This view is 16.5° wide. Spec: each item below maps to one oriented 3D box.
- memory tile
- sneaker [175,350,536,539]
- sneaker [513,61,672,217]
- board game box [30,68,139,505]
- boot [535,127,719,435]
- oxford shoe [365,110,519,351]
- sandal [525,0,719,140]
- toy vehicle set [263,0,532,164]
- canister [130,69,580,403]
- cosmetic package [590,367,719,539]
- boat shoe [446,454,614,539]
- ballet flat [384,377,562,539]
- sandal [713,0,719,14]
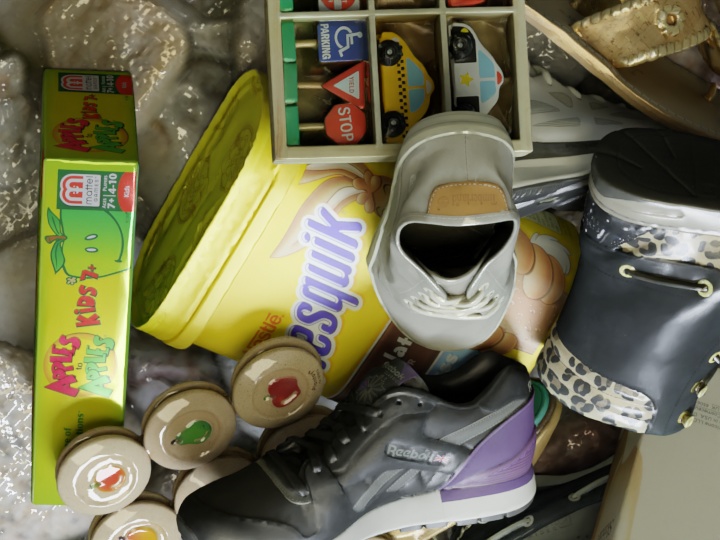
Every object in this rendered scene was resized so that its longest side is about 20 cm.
[{"bbox_3d":[-0.066,0.134,1.307,0.152,0.017,0.201,-25,130,-5],"label":"memory tile"},{"bbox_3d":[-0.003,0.087,1.255,0.199,0.076,0.088,-12,118,-26],"label":"sneaker"},{"bbox_3d":[0.096,-0.091,1.265,0.199,0.116,0.076,-11,167,-35],"label":"sneaker"},{"bbox_3d":[-0.144,0.010,1.276,0.047,0.102,0.201,2,119,-9],"label":"board game box"},{"bbox_3d":[0.195,0.018,1.239,0.202,0.074,0.154,14,131,-3],"label":"boot"},{"bbox_3d":[0.042,-0.003,1.180,0.075,0.058,0.200,-4,153,-4],"label":"oxford shoe"},{"bbox_3d":[0.135,-0.132,1.246,0.211,0.078,0.070,26,116,-14],"label":"sandal"},{"bbox_3d":[0.014,-0.153,1.186,0.123,0.027,0.202,-3,87,-6],"label":"toy vehicle set"},{"bbox_3d":[0.000,0.000,1.299,0.199,0.087,0.149,23,116,-21],"label":"canister"},{"bbox_3d":[0.159,0.156,1.319,0.071,0.201,0.105,18,160,1],"label":"cosmetic package"},{"bbox_3d":[0.148,0.142,1.412,0.199,0.060,0.076,-21,120,5],"label":"boat shoe"},{"bbox_3d":[0.039,0.125,1.392,0.199,0.069,0.063,-29,128,20],"label":"ballet flat"},{"bbox_3d":[0.223,-0.115,1.244,0.080,0.054,0.202,-11,98,-35],"label":"sandal"}]
